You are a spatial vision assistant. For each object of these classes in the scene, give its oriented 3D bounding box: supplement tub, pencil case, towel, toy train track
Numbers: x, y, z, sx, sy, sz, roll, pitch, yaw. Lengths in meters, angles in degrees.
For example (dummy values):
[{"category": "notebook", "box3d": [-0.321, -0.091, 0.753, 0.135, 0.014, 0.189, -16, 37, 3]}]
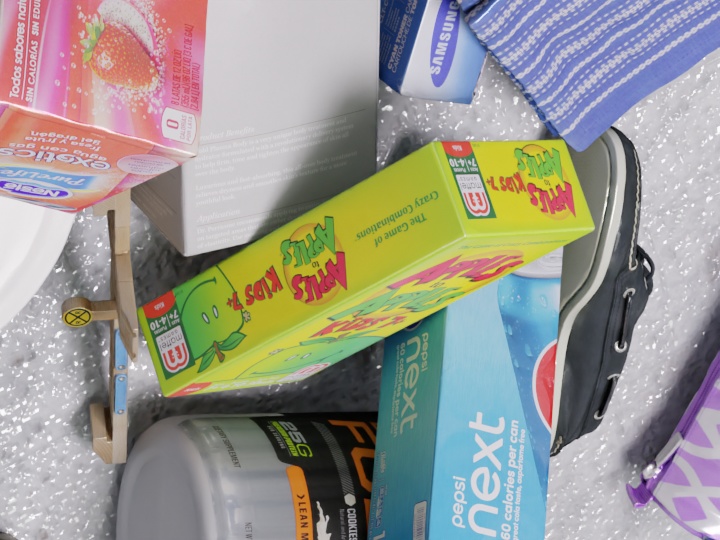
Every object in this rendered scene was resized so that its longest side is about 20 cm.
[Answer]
[{"category": "supplement tub", "box3d": [-0.015, 0.134, 1.292, 0.199, 0.123, 0.123, 0, 116, -30]}, {"category": "pencil case", "box3d": [0.227, 0.060, 1.418, 0.085, 0.084, 0.201, 23, 104, -13]}, {"category": "towel", "box3d": [0.130, -0.126, 1.173, 0.145, 0.024, 0.200, -34, 159, 8]}, {"category": "toy train track", "box3d": [-0.126, 0.021, 1.193, 0.032, 0.115, 0.200, -3, 138, -8]}]

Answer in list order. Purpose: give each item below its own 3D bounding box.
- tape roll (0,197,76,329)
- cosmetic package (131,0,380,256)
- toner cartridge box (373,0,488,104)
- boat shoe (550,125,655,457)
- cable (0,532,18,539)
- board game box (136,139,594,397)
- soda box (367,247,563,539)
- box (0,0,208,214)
[{"category": "tape roll", "box3d": [-0.224, -0.048, 1.104, 0.202, 0.071, 0.203, -13, 122, -23]}, {"category": "cosmetic package", "box3d": [-0.052, -0.118, 1.153, 0.106, 0.090, 0.201, -11, 119, -24]}, {"category": "toner cartridge box", "box3d": [0.042, -0.188, 1.159, 0.043, 0.095, 0.201, 4, 114, -30]}, {"category": "boat shoe", "box3d": [0.123, 0.011, 1.332, 0.066, 0.074, 0.200, -6, 118, -31]}, {"category": "cable", "box3d": [-0.235, 0.215, 1.240, 0.200, 0.097, 0.050, -37, 170, -1]}, {"category": "board game box", "box3d": [0.000, 0.000, 1.182, 0.200, 0.048, 0.101, -28, 165, 37]}, {"category": "soda box", "box3d": [0.053, 0.054, 1.246, 0.068, 0.064, 0.201, 16, 68, -26]}, {"category": "box", "box3d": [-0.125, -0.137, 1.026, 0.094, 0.102, 0.201, 14, 70, -33]}]
